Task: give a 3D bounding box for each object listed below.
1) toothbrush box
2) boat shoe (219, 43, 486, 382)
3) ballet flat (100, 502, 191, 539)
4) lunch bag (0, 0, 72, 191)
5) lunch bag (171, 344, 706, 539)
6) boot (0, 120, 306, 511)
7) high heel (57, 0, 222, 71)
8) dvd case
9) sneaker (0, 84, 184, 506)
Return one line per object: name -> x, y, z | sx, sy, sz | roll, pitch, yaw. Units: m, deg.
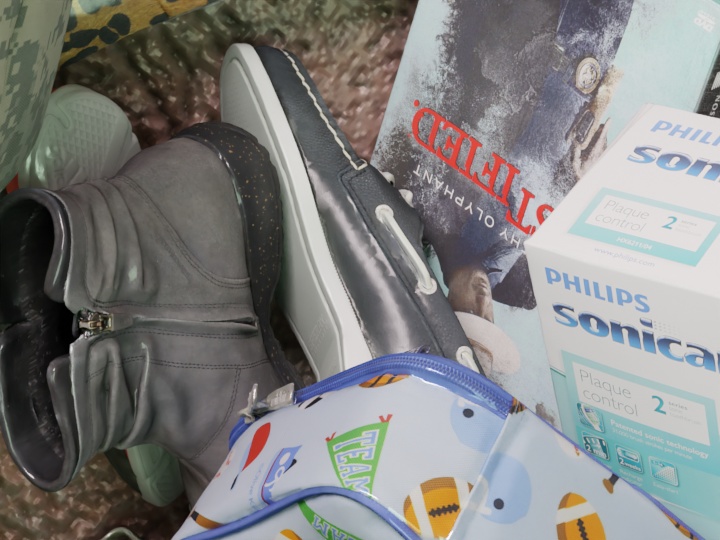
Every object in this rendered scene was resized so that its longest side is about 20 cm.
toothbrush box -> 0.150, 0.057, 0.720 | 0.085, 0.146, 0.201 | -46, 139, -34
boat shoe -> 0.000, 0.000, 0.827 | 0.060, 0.076, 0.202 | -16, 80, -19
ballet flat -> -0.072, 0.129, 0.890 | 0.199, 0.074, 0.075 | -29, 113, -4
lunch bag -> -0.150, -0.111, 0.665 | 0.139, 0.168, 0.201 | 26, 119, 15
lunch bag -> 0.035, 0.110, 0.729 | 0.200, 0.160, 0.076 | 39, 59, -15
boot -> -0.078, 0.054, 0.775 | 0.069, 0.131, 0.202 | -3, 107, 34
high heel -> -0.071, -0.108, 0.822 | 0.199, 0.072, 0.143 | 9, 131, -31
dvd case -> 0.062, -0.036, 0.810 | 0.022, 0.146, 0.201 | -8, 126, -41
sneaker -> -0.112, 0.007, 0.843 | 0.081, 0.077, 0.201 | 7, 131, 28
